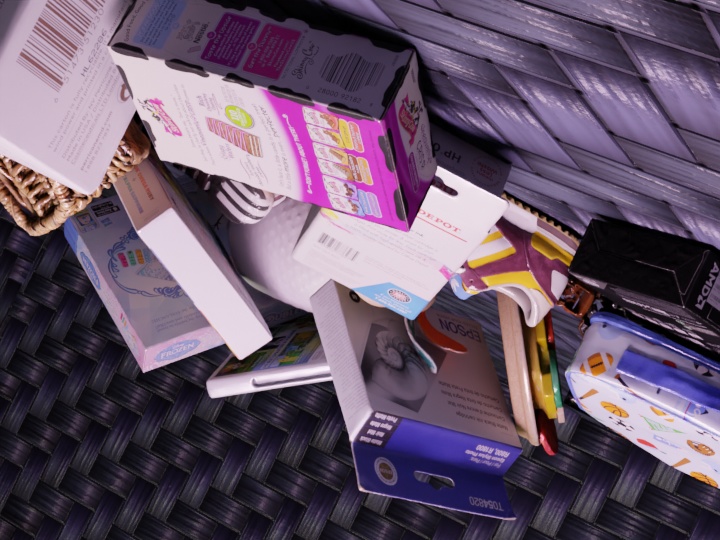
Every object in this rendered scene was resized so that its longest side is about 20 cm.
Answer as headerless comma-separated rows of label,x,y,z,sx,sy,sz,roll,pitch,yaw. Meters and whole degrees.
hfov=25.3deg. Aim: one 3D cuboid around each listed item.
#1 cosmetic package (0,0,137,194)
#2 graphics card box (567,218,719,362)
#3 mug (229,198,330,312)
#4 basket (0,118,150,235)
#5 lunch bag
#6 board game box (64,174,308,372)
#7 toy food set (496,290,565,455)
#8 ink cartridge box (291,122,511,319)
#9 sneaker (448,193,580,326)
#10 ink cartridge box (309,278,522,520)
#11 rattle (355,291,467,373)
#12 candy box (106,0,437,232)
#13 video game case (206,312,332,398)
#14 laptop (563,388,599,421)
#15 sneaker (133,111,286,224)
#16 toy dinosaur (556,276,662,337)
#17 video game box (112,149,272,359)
cosmetic package,-0.255,-0.181,1.077,0.199,0.168,0.166,25,176,23
graphics card box,0.266,0.032,1.226,0.199,0.051,0.125,29,175,-37
mug,0.001,-0.030,1.567,0.199,0.149,0.175,-11,-159,-39
basket,-0.296,-0.134,1.373,0.201,0.148,0.143,55,-176,-11
lunch bag,0.266,0.109,1.285,0.199,0.076,0.160,23,165,21
board game box,-0.178,-0.008,1.670,0.200,0.199,0.044,54,149,32
toy food set,0.162,0.072,1.524,0.048,0.200,0.200,-8,161,6
ink cartridge box,0.036,-0.053,1.214,0.114,0.068,0.200,27,148,-7
sneaker,0.083,-0.028,1.330,0.199,0.091,0.075,27,175,-5
ink cartridge box,0.058,0.115,1.435,0.199,0.041,0.201,17,-136,-40
rattle,0.000,0.000,1.430,0.142,0.131,0.201,-11,126,20
candy box,-0.055,-0.108,1.067,0.198,0.061,0.137,17,154,18
video game case,-0.039,0.073,1.589,0.181,0.022,0.200,-9,-167,15
laptop,0.295,0.112,1.477,0.186,0.117,0.200,25,177,8
sneaker,-0.129,-0.133,1.513,0.200,0.076,0.115,50,-139,12
toy dinosaur,0.233,0.054,1.449,0.198,0.103,0.136,6,-166,-6
video game box,-0.172,-0.037,1.516,0.200,0.047,0.183,56,-177,-43
